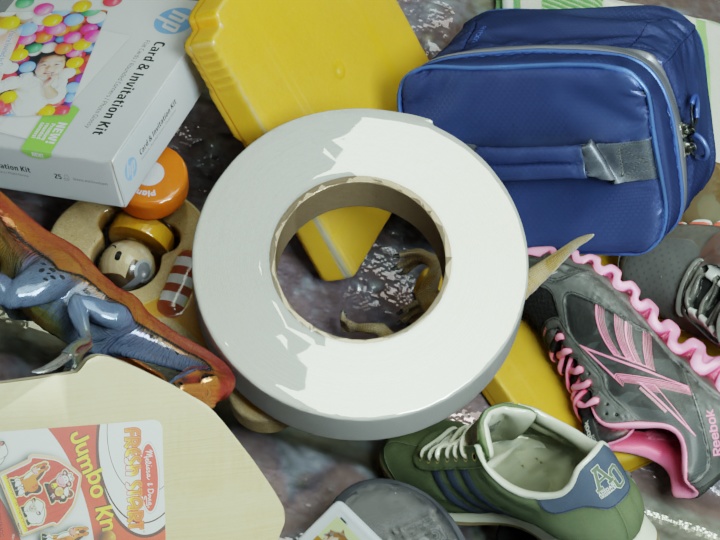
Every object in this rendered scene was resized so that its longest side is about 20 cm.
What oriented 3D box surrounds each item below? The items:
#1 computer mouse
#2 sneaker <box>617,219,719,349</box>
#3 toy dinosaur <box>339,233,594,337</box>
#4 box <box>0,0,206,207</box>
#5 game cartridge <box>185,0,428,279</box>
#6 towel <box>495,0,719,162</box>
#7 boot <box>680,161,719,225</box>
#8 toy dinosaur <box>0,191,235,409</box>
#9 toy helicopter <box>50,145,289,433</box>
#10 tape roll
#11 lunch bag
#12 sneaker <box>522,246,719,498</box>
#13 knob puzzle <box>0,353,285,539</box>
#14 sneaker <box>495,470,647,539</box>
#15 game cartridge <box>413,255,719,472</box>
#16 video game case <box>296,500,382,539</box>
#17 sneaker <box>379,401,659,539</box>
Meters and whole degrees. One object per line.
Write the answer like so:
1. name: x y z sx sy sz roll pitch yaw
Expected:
1. computer mouse: 0.034 0.218 1.579 0.138 0.053 0.201 -17 70 -23
2. sneaker: 0.237 0.018 1.699 0.199 0.077 0.082 20 12 33
3. toy dinosaur: 0.054 0.035 1.691 0.200 0.058 0.101 -39 45 -6
4. box: -0.202 -0.115 1.694 0.199 0.041 0.156 10 46 22
5. game cartridge: -0.026 -0.125 1.735 0.200 0.032 0.177 59 42 -28
6. towel: 0.189 -0.130 1.915 0.199 0.023 0.153 12 52 -12
7. boot: 0.305 0.009 1.795 0.144 0.071 0.202 -11 64 -40
8. toy dinosaur: -0.158 0.020 1.568 0.180 0.105 0.201 4 84 3
9. toy helicopter: -0.114 0.029 1.645 0.132 0.079 0.200 -37 66 -21
10. tape roll: 0.000 0.000 1.611 0.202 0.037 0.204 0 66 -1
11. lunch bag: 0.129 -0.083 1.729 0.199 0.137 0.132 0 25 28
12. sneaker: 0.156 0.066 1.693 0.200 0.079 0.095 36 67 12
13. knob puzzle: -0.141 0.144 1.520 0.218 0.030 0.221 -2 95 -17
14. sneaker: 0.139 0.210 1.608 0.097 0.071 0.201 -12 62 -19
15. game cartridge: 0.159 0.043 1.770 0.199 0.032 0.177 -21 64 -29
16. video game case: -0.007 0.256 1.488 0.182 0.022 0.200 -44 69 -9
17. sneaker: 0.083 0.107 1.590 0.200 0.090 0.067 19 55 41
